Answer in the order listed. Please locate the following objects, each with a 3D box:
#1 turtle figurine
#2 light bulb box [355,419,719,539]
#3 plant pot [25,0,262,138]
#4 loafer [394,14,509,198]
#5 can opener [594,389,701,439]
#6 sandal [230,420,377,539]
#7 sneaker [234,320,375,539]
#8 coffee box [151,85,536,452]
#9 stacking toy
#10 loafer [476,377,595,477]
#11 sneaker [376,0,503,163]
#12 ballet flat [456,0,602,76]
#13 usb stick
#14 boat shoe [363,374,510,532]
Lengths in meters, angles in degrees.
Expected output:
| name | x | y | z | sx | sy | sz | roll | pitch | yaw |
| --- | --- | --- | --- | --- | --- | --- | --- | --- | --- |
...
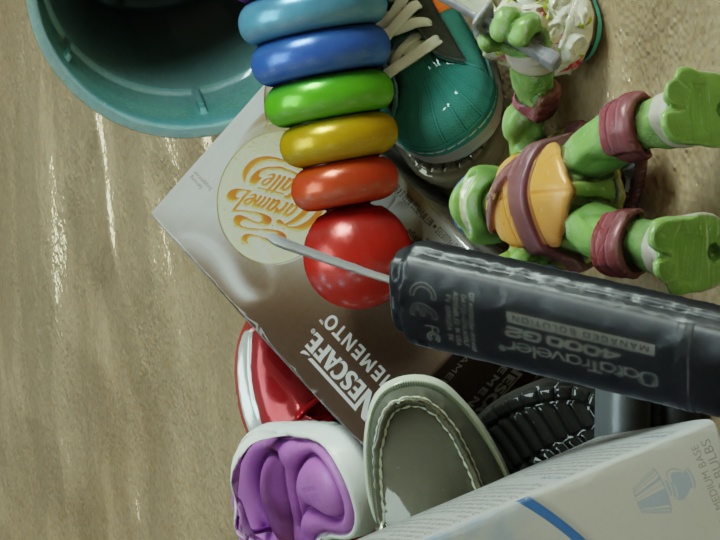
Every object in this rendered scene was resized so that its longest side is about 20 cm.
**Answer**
| name | x | y | z | sx | sy | sz | roll | pitch | yaw |
| --- | --- | --- | --- | --- | --- | --- | --- | --- | --- |
| turtle figurine | 0.070 | -0.043 | 1.356 | 0.194 | 0.200 | 0.144 | -2 | 49 | 52 |
| light bulb box | 0.079 | 0.191 | 1.276 | 0.198 | 0.200 | 0.125 | 68 | 160 | 1 |
| plant pot | -0.121 | -0.207 | 1.852 | 0.196 | 0.200 | 0.200 | -122 | 32 | -66 |
| loafer | 0.034 | -0.099 | 1.577 | 0.068 | 0.076 | 0.200 | 53 | -169 | -44 |
| can opener | 0.127 | 0.136 | 1.409 | 0.067 | 0.053 | 0.200 | -155 | 64 | -67 |
| sandal | -0.044 | 0.119 | 1.561 | 0.082 | 0.050 | 0.203 | 66 | 158 | 7 |
| sneaker | 0.005 | 0.104 | 1.616 | 0.116 | 0.078 | 0.200 | -20 | 91 | 57 |
| coffee box | 0.000 | 0.000 | 1.537 | 0.114 | 0.080 | 0.200 | -48 | 57 | 8 |
| stacking toy | -0.014 | -0.080 | 1.451 | 0.085 | 0.085 | 0.200 | 165 | 94 | -70 |
| loafer | 0.085 | 0.102 | 1.494 | 0.073 | 0.071 | 0.200 | 55 | 137 | 7 |
| sneaker | 0.008 | -0.138 | 1.515 | 0.080 | 0.071 | 0.200 | 46 | -166 | -48 |
| ballet flat | 0.064 | -0.175 | 1.505 | 0.200 | 0.064 | 0.076 | -114 | 29 | -44 |
| usb stick | 0.107 | 0.028 | 1.289 | 0.033 | 0.200 | 0.055 | -52 | -34 | -46 |
| boat shoe | 0.046 | 0.151 | 1.435 | 0.060 | 0.072 | 0.202 | -58 | -45 | -77 |
